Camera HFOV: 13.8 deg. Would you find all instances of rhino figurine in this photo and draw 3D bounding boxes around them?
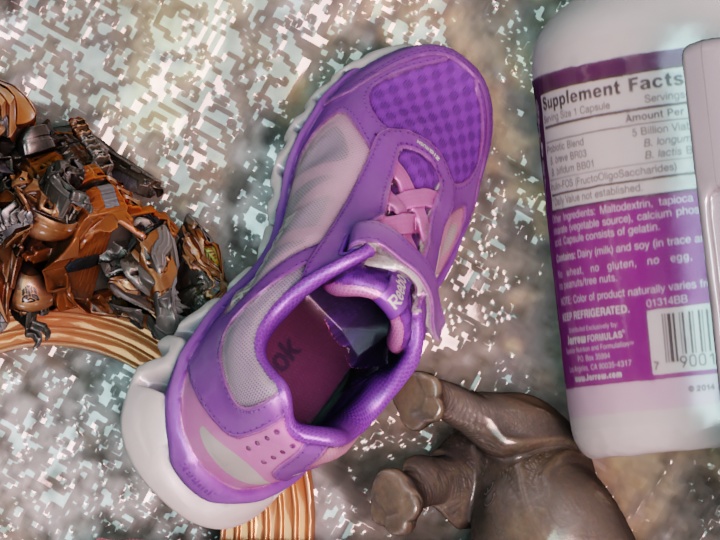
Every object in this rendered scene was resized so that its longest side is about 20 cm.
[{"bbox_3d":[0.078,0.123,1.037,0.060,0.087,0.201,-43,65,26],"label":"rhino figurine"}]

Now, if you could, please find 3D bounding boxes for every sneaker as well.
[{"bbox_3d":[0.000,0.000,1.036,0.080,0.088,0.201,40,62,-17],"label":"sneaker"}]

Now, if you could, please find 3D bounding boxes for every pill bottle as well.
[{"bbox_3d":[0.119,-0.038,1.045,0.111,0.112,0.202,-6,86,5],"label":"pill bottle"}]

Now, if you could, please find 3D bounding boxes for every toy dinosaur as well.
[{"bbox_3d":[-0.148,-0.026,1.078,0.199,0.136,0.103,15,122,26],"label":"toy dinosaur"}]

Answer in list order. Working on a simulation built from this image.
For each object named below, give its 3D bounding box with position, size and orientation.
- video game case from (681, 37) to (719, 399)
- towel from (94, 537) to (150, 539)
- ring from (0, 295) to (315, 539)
[{"bbox_3d":[0.180,0.016,1.005,0.022,0.199,0.184,-9,85,41],"label":"video game case"},{"bbox_3d":[-0.025,0.166,1.006,0.143,0.201,0.023,2,128,-2],"label":"towel"},{"bbox_3d":[-0.115,0.093,1.108,0.199,0.019,0.202,0,87,6],"label":"ring"}]
